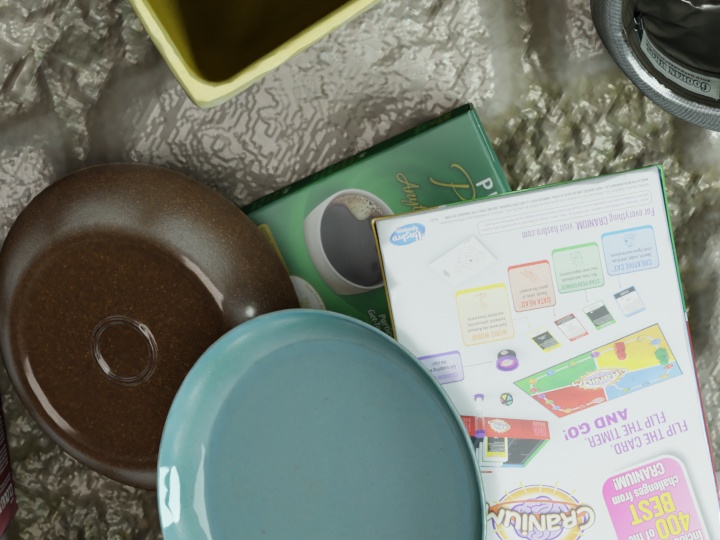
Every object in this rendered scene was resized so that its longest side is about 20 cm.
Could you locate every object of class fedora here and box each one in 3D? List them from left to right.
[{"bbox_3d":[0.225,-0.162,1.219,0.198,0.091,0.178,-13,126,23],"label":"fedora"}]

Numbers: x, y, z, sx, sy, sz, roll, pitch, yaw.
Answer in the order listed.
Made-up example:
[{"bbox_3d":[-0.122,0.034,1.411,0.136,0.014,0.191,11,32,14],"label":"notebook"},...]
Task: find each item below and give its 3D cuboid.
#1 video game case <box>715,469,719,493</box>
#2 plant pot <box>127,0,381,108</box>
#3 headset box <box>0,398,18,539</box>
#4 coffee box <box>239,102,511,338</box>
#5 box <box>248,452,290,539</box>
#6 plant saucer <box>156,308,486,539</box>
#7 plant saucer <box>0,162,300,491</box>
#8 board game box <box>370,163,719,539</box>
[{"bbox_3d":[0.174,0.197,1.284,0.142,0.018,0.201,-19,132,-3],"label":"video game case"},{"bbox_3d":[-0.045,-0.225,1.182,0.195,0.200,0.195,-31,98,8],"label":"plant pot"},{"bbox_3d":[-0.287,0.082,1.317,0.147,0.077,0.202,-7,102,5],"label":"headset box"},{"bbox_3d":[0.000,0.000,1.303,0.199,0.044,0.124,-26,98,8],"label":"coffee box"},{"bbox_3d":[0.055,0.103,1.261,0.199,0.148,0.105,-27,87,8],"label":"box"},{"bbox_3d":[-0.017,0.119,1.165,0.199,0.027,0.202,4,97,32],"label":"plant saucer"},{"bbox_3d":[-0.128,0.040,1.290,0.198,0.037,0.202,7,110,19],"label":"plant saucer"},{"bbox_3d":[0.097,0.058,1.160,0.151,0.040,0.202,-10,90,8],"label":"board game box"}]
